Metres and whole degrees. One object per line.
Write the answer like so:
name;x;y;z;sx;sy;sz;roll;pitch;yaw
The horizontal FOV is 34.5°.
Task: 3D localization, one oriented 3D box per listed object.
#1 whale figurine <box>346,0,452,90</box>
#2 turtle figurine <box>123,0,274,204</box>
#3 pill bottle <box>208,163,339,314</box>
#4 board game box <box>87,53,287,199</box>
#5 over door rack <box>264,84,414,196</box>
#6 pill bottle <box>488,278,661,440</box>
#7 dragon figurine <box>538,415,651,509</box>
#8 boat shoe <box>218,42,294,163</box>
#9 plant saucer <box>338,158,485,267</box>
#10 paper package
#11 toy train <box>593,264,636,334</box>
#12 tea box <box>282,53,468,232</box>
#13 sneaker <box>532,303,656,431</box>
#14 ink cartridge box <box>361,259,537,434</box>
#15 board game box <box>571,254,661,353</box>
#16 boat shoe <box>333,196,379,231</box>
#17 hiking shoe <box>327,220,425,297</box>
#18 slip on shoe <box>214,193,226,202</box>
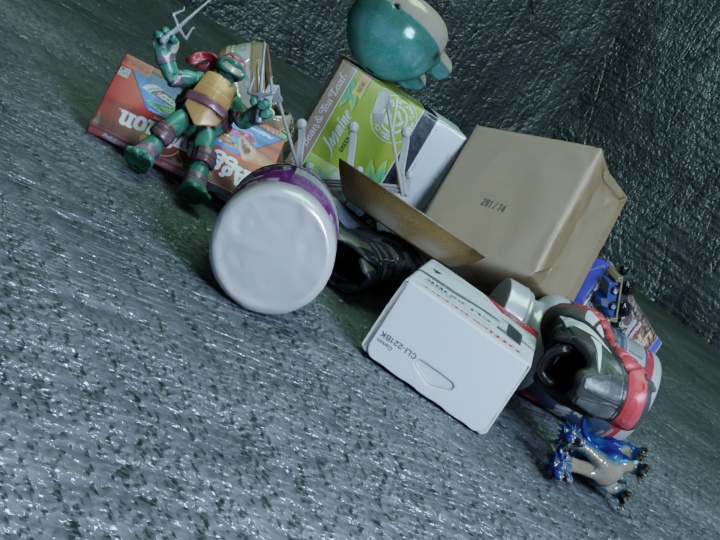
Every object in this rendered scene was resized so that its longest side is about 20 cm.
whale figurine;0.041;-0.279;1.484;0.158;0.104;0.200;33;-12;10
turtle figurine;-0.160;-0.176;1.216;0.148;0.202;0.101;22;-21;6
pill bottle;-0.075;-0.038;1.065;0.111;0.113;0.200;31;10;-7
board game box;-0.186;-0.150;1.263;0.198;0.104;0.019;26;-31;-10
over door rack;-0.019;-0.161;1.365;0.145;0.068;0.201;6;-24;15
pill bottle;0.228;0.099;1.312;0.198;0.121;0.120;31;11;-8
dragon figurine;0.229;0.176;1.140;0.099;0.059;0.200;35;12;7
boat shoe;-0.115;-0.179;1.411;0.074;0.065;0.203;-74;150;-65
plant saucer;0.050;-0.057;1.303;0.199;0.036;0.200;33;3;-2
paper package;0.191;-0.065;1.415;0.198;0.192;0.103;17;-19;42
toy train;0.292;0.087;1.387;0.045;0.203;0.034;-1;24;-11
tea box;0.007;-0.147;1.534;0.195;0.202;0.134;29;11;-7
sneaker;0.212;0.083;1.154;0.097;0.072;0.201;14;21;-18
ink cartridge box;0.095;0.070;1.155;0.143;0.084;0.200;35;12;5
board game box;0.271;0.052;1.490;0.159;0.097;0.200;31;-12;44
boat shoe;-0.029;-0.049;1.346;0.198;0.074;0.068;20;8;-38
hiking shoe;0.000;0.000;1.268;0.198;0.076;0.101;24;31;-30
slip on shoe;-0.123;-0.103;1.346;0.199;0.062;0.074;17;20;-50
